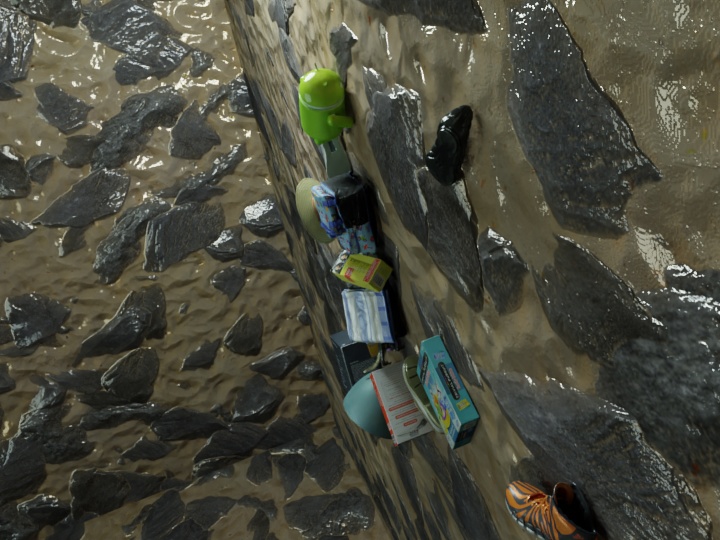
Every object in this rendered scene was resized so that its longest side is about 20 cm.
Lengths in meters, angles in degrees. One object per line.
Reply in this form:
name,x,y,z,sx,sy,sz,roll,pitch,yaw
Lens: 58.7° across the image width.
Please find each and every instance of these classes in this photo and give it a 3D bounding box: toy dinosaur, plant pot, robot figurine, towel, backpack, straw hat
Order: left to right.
robot figurine,-0.094,-0.407,1.580,0.177,0.114,0.202,59,163,29
straw hat,-0.093,-0.185,1.853,0.084,0.200,0.205,-17,91,34
backpack,-0.033,-0.132,1.658,0.183,0.132,0.204,-129,22,-63
towel,0.018,0.121,1.710,0.198,0.023,0.150,-6,94,55
plant pot,0.066,0.368,1.854,0.137,0.197,0.201,-63,30,17
toy dinosaur,0.070,0.216,1.778,0.088,0.047,0.204,39,112,52

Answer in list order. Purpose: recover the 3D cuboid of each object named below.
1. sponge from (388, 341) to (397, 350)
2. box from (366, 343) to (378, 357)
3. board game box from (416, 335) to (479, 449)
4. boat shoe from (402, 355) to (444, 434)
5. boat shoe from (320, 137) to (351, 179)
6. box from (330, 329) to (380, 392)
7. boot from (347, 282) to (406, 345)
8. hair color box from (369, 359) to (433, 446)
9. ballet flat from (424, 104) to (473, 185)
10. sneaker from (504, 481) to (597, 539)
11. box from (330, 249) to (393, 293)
sponge,0.057,0.131,1.863,0.111,0.029,0.204,165,89,-78
box,0.027,0.182,1.954,0.201,0.041,0.121,69,-176,-68
board game box,0.187,0.269,1.407,0.152,0.046,0.202,90,159,-56
boat shoe,0.155,0.302,1.540,0.069,0.073,0.202,96,154,-51
boat shoe,-0.069,-0.319,1.747,0.072,0.069,0.205,-56,-51,-80
box,-0.010,0.318,2.222,0.200,0.122,0.201,-155,47,-75
boot,0.042,0.107,1.751,0.165,0.065,0.203,-43,66,59
hair color box,0.111,0.359,1.742,0.064,0.109,0.204,103,148,-70
ballet flat,0.142,-0.185,0.996,0.066,0.057,0.200,42,168,7
sneaker,0.297,0.362,0.991,0.199,0.076,0.114,31,134,58
box,0.000,0.000,1.681,0.050,0.076,0.199,36,171,-32
